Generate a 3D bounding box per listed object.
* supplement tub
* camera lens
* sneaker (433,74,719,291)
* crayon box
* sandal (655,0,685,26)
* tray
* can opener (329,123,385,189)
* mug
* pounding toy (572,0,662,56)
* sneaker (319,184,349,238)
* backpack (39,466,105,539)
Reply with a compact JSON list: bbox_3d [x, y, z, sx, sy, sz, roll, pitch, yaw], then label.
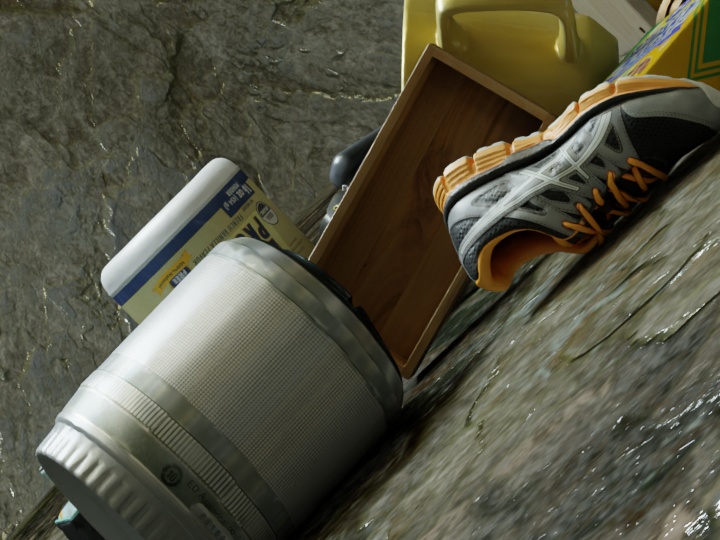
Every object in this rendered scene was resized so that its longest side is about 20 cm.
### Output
[{"bbox_3d":[-0.090,0.027,1.789,0.144,0.200,0.144,-44,5,5],"label":"supplement tub"},{"bbox_3d":[-0.083,0.092,1.421,0.200,0.160,0.160,-46,5,-16],"label":"camera lens"},{"bbox_3d":[0.136,-0.052,1.355,0.199,0.078,0.078,-28,58,32],"label":"sneaker"},{"bbox_3d":[0.193,-0.115,1.483,0.200,0.052,0.126,-49,6,-36],"label":"crayon box"},{"bbox_3d":[0.248,-0.194,1.670,0.082,0.055,0.200,-46,5,-16],"label":"sandal"},{"bbox_3d":[0.041,-0.039,1.518,0.201,0.098,0.037,-61,-7,8],"label":"tray"},{"bbox_3d":[0.044,-0.096,1.904,0.200,0.053,0.067,-35,-31,-47],"label":"can opener"},{"bbox_3d":[0.106,-0.124,1.602,0.187,0.152,0.150,-42,-46,-85],"label":"mug"},{"bbox_3d":[0.257,-0.336,2.023,0.200,0.184,0.142,-46,5,-13],"label":"pounding toy"},{"bbox_3d":[0.000,0.000,1.720,0.200,0.106,0.075,-40,-38,-57],"label":"sneaker"},{"bbox_3d":[-0.129,0.126,1.628,0.200,0.154,0.176,-39,-2,-14],"label":"backpack"}]
